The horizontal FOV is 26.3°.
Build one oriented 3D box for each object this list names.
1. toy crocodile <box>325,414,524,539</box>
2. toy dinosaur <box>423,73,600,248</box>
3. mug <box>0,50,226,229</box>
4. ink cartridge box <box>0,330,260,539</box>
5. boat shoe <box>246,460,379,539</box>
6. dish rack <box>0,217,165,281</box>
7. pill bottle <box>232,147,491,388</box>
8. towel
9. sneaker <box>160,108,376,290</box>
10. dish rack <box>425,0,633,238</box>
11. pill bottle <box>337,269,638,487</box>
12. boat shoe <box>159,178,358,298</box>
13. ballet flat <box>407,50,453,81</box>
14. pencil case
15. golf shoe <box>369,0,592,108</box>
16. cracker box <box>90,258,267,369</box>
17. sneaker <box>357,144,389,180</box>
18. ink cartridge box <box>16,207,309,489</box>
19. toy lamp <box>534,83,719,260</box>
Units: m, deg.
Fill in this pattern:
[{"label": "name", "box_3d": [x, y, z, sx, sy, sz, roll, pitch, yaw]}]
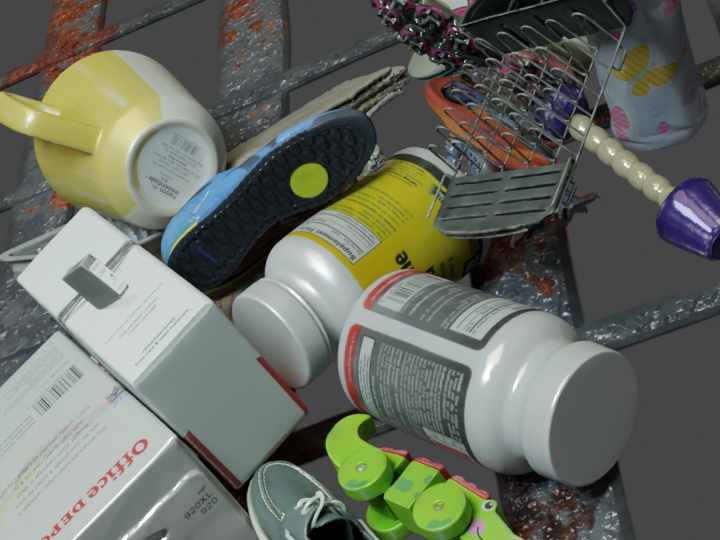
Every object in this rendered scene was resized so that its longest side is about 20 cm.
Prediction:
[{"label": "toy crocodile", "box_3d": [0.047, 0.159, 1.062, 0.199, 0.068, 0.062, 21, 62, 46]}, {"label": "toy dinosaur", "box_3d": [0.113, -0.111, 1.249, 0.105, 0.200, 0.182, -28, 68, -18]}, {"label": "mug", "box_3d": [-0.205, -0.099, 1.330, 0.186, 0.150, 0.153, -20, 25, -22]}, {"label": "ink cartridge box", "box_3d": [-0.196, 0.174, 1.151, 0.147, 0.145, 0.200, -45, 39, -10]}, {"label": "boat shoe", "box_3d": [-0.016, 0.183, 1.065, 0.072, 0.062, 0.200, -8, 33, -29]}, {"label": "dish rack", "box_3d": [-0.210, -0.027, 1.406, 0.171, 0.044, 0.200, -3, 16, 31]}, {"label": "pill bottle", "box_3d": [0.000, 0.000, 1.198, 0.200, 0.113, 0.112, -39, 36, -29]}, {"label": "towel", "box_3d": [-0.054, -0.123, 1.401, 0.199, 0.035, 0.132, -34, 11, -23]}, {"label": "sneaker", "box_3d": [-0.077, -0.069, 1.197, 0.200, 0.066, 0.079, -38, 32, 12]}, {"label": "dish rack", "box_3d": [0.113, -0.118, 1.122, 0.153, 0.054, 0.201, -5, 57, 54]}, {"label": "pill bottle", "box_3d": [0.087, 0.076, 1.084, 0.199, 0.116, 0.116, 19, 61, 45]}, {"label": "boat shoe", "box_3d": [-0.094, -0.042, 1.283, 0.199, 0.068, 0.072, -28, 40, 7]}, {"label": "ballet flat", "box_3d": [0.119, -0.258, 1.460, 0.199, 0.064, 0.067, -34, 38, 0]}, {"label": "pencil case", "box_3d": [0.217, -0.186, 1.209, 0.083, 0.200, 0.091, -11, 49, 16]}, {"label": "golf shoe", "box_3d": [0.102, -0.210, 1.283, 0.093, 0.199, 0.073, -69, 9, -24]}, {"label": "cracker box", "box_3d": [-0.131, 0.052, 1.309, 0.199, 0.058, 0.134, -19, 40, 18]}, {"label": "sneaker", "box_3d": [-0.047, -0.063, 1.347, 0.199, 0.089, 0.077, -21, 40, 16]}, {"label": "ink cartridge box", "box_3d": [-0.151, 0.055, 1.161, 0.084, 0.144, 0.200, -46, 41, -9]}, {"label": "toy lamp", "box_3d": [0.213, -0.075, 1.187, 0.058, 0.058, 0.200, -39, 50, -8]}]
